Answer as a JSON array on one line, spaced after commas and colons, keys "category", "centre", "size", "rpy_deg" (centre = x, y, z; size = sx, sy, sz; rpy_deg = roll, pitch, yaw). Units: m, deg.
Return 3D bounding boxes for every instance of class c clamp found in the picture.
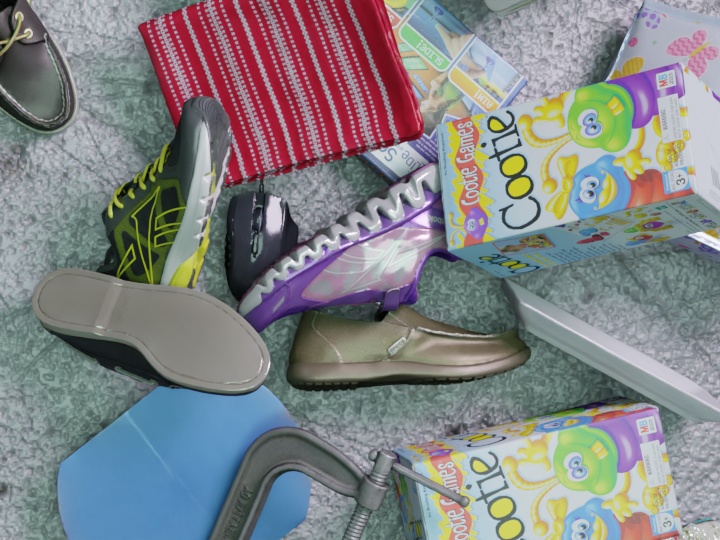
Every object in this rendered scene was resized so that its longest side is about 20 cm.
[{"category": "c clamp", "centre": [-0.035, 0.211, 1.466], "size": [0.170, 0.027, 0.201], "rpy_deg": [33, 105, 14]}]

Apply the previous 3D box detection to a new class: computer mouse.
[{"category": "computer mouse", "centre": [-0.077, -0.069, 1.503], "size": [0.058, 0.034, 0.202], "rpy_deg": [3, 101, 2]}]

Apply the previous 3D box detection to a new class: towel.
[{"category": "towel", "centre": [-0.059, -0.144, 1.447], "size": [0.198, 0.022, 0.146], "rpy_deg": [-13, 105, 21]}]

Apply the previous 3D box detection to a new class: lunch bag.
[{"category": "lunch bag", "centre": [0.280, -0.102, 1.531], "size": [0.199, 0.127, 0.171], "rpy_deg": [27, 88, -2]}]

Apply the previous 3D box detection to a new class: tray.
[{"category": "tray", "centre": [0.200, 0.069, 1.533], "size": [0.199, 0.107, 0.022], "rpy_deg": [29, 96, -8]}]

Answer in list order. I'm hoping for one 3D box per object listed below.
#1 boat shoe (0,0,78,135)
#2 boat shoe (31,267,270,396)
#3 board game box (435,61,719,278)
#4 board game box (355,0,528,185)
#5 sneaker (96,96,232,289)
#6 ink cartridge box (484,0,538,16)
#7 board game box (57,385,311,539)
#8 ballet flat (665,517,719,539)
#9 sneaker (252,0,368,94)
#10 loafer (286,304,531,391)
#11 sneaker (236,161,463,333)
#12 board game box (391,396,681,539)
[{"category": "boat shoe", "centre": [-0.285, -0.192, 1.471], "size": [0.071, 0.061, 0.202], "rpy_deg": [-35, 96, -6]}, {"category": "boat shoe", "centre": [-0.155, 0.053, 1.466], "size": [0.198, 0.063, 0.073], "rpy_deg": [17, 66, 17]}, {"category": "board game box", "centre": [0.170, -0.073, 1.451], "size": [0.198, 0.105, 0.104], "rpy_deg": [-13, 72, 25]}, {"category": "board game box", "centre": [0.016, -0.163, 1.531], "size": [0.200, 0.034, 0.136], "rpy_deg": [40, 86, -8]}, {"category": "sneaker", "centre": [-0.153, -0.048, 1.454], "size": [0.084, 0.075, 0.201], "rpy_deg": [17, 125, 0]}, {"category": "ink cartridge box", "centre": [0.160, -0.301, 1.479], "size": [0.199, 0.083, 0.146], "rpy_deg": [-33, 99, -40]}, {"category": "board game box", "centre": [-0.138, 0.169, 1.519], "size": [0.199, 0.039, 0.158], "rpy_deg": [-38, 102, -1]}, {"category": "ballet flat", "centre": [0.218, 0.256, 1.554], "size": [0.198, 0.076, 0.064], "rpy_deg": [-18, 53, -7]}, {"category": "sneaker", "centre": [-0.054, -0.201, 1.476], "size": [0.087, 0.076, 0.201], "rpy_deg": [-29, 92, 11]}, {"category": "loafer", "centre": [0.039, 0.057, 1.521], "size": [0.198, 0.076, 0.068], "rpy_deg": [-3, 84, -12]}, {"category": "sneaker", "centre": [0.000, 0.000, 1.475], "size": [0.199, 0.080, 0.089], "rpy_deg": [-32, 96, -8]}, {"category": "board game box", "centre": [0.136, 0.175, 1.518], "size": [0.198, 0.105, 0.104], "rpy_deg": [-12, 93, -9]}]
